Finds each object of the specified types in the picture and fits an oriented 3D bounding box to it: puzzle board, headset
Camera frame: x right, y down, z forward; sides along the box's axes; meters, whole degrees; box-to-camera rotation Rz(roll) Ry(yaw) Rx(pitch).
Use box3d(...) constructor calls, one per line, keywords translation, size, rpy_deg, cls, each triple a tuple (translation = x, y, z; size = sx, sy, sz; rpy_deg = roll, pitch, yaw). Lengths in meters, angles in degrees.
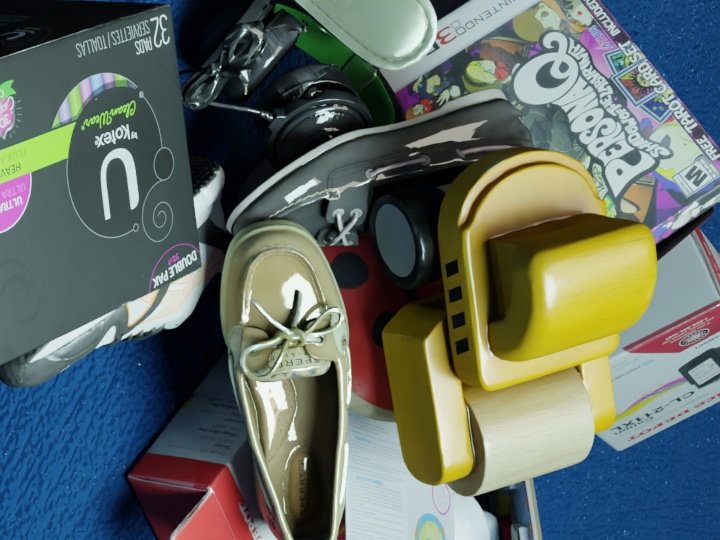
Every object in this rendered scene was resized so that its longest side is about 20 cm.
box3d(translation=(0.105, 0.204, 1.620), size=(0.151, 0.017, 0.201), rpy_deg=(97, -11, -55), cls="puzzle board")
box3d(translation=(-0.039, -0.118, 1.382), size=(0.094, 0.124, 0.200), rpy_deg=(-47, 164, 28), cls="headset")

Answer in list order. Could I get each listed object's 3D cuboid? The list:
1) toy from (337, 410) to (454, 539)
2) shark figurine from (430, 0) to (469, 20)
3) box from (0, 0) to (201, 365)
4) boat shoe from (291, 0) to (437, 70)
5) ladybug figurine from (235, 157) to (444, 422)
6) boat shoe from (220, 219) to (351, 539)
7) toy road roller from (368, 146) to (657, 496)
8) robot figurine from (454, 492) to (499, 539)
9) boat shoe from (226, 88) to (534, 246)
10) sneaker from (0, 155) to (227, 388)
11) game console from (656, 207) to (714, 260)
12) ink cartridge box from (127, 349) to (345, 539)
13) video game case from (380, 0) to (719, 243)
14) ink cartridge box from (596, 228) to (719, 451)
box3d(translation=(0.012, 0.175, 1.448), size=(0.115, 0.047, 0.201), rpy_deg=(23, 56, -52), cls="toy")
box3d(translation=(0.066, -0.212, 1.566), size=(0.128, 0.089, 0.215), rpy_deg=(-21, 114, -54), cls="shark figurine")
box3d(translation=(-0.193, -0.046, 1.185), size=(0.200, 0.124, 0.149), rpy_deg=(-29, 118, -51), cls="box")
box3d(translation=(-0.038, -0.198, 1.399), size=(0.072, 0.061, 0.201), rpy_deg=(-44, 102, 4), cls="boat shoe")
box3d(translation=(0.000, 0.000, 1.432), size=(0.135, 0.072, 0.200), rpy_deg=(-9, 61, -37), cls="ladybug figurine")
box3d(translation=(-0.035, 0.070, 1.345), size=(0.063, 0.073, 0.201), rpy_deg=(-115, -166, -69), cls="boat shoe")
box3d(translation=(0.096, 0.031, 1.328), size=(0.123, 0.146, 0.201), rpy_deg=(-15, 105, -27), cls="toy road roller")
box3d(translation=(0.032, 0.217, 1.561), size=(0.169, 0.113, 0.201), rpy_deg=(-22, 115, -43), cls="robot figurine")
box3d(translation=(0.019, -0.049, 1.374), size=(0.200, 0.057, 0.067), rpy_deg=(-24, 156, -26), cls="boat shoe")
box3d(translation=(-0.132, 0.015, 1.329), size=(0.200, 0.074, 0.080), rpy_deg=(-43, 131, -43), cls="sneaker")
box3d(translation=(0.113, -0.059, 1.575), size=(0.200, 0.119, 0.173), rpy_deg=(-35, 95, -49), cls="game console")
box3d(translation=(-0.068, 0.130, 1.444), size=(0.200, 0.067, 0.116), rpy_deg=(-52, 134, -38), cls="ink cartridge box")
box3d(translation=(0.109, -0.083, 1.498), size=(0.181, 0.200, 0.036), rpy_deg=(-32, 162, -10), cls="video game case")
box3d(translation=(0.210, 0.047, 1.721), size=(0.200, 0.145, 0.083), rpy_deg=(37, 28, -63), cls="ink cartridge box")
